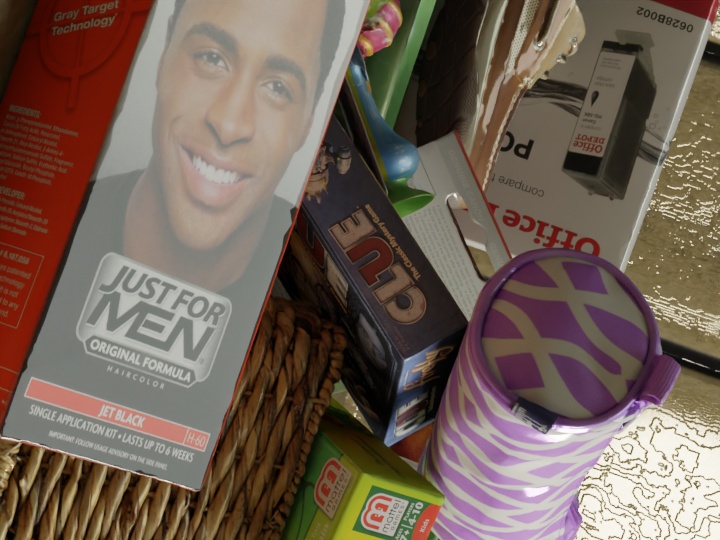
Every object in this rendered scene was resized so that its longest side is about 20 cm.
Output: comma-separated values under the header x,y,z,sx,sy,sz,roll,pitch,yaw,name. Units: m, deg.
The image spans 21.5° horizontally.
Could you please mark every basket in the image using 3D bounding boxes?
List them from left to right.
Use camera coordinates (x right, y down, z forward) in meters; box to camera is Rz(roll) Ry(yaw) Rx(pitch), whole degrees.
x,y,z,sx,sy,sz,roll,pitch,yaw,name
-0.121,0.085,0.858,0.143,0.148,0.201,18,-91,61,basket

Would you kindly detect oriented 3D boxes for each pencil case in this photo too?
x,y,z,sx,sy,sz,roll,pitch,yaw,name
0.076,0.064,0.816,0.200,0.085,0.084,104,8,-65,pencil case

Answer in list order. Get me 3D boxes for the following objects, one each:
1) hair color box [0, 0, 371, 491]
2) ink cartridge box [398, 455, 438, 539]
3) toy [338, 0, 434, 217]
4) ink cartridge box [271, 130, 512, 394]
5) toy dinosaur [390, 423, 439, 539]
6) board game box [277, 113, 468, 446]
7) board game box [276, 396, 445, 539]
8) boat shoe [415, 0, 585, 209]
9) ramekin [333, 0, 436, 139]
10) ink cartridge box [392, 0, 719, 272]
x,y,z,sx,sy,sz,roll,pitch,yaw,name
-0.074,-0.034,0.660,0.101,0.061,0.201,23,84,-49,hair color box
-0.021,0.208,1.040,0.201,0.087,0.146,106,5,-51,ink cartridge box
-0.003,-0.121,0.891,0.115,0.047,0.201,89,-13,-80,toy
0.000,0.000,0.988,0.050,0.199,0.110,-34,102,-55,ink cartridge box
0.050,0.115,1.129,0.182,0.104,0.200,65,-10,-13,toy dinosaur
-0.023,-0.027,0.871,0.034,0.201,0.136,-28,163,-13,board game box
-0.040,0.109,0.907,0.200,0.047,0.102,36,-75,60,board game box
0.080,-0.125,0.954,0.076,0.071,0.201,-132,-127,-66,boat shoe
-0.007,-0.152,1.051,0.200,0.097,0.201,19,90,-85,ramekin
0.104,-0.103,1.031,0.083,0.146,0.201,-14,122,-82,ink cartridge box
